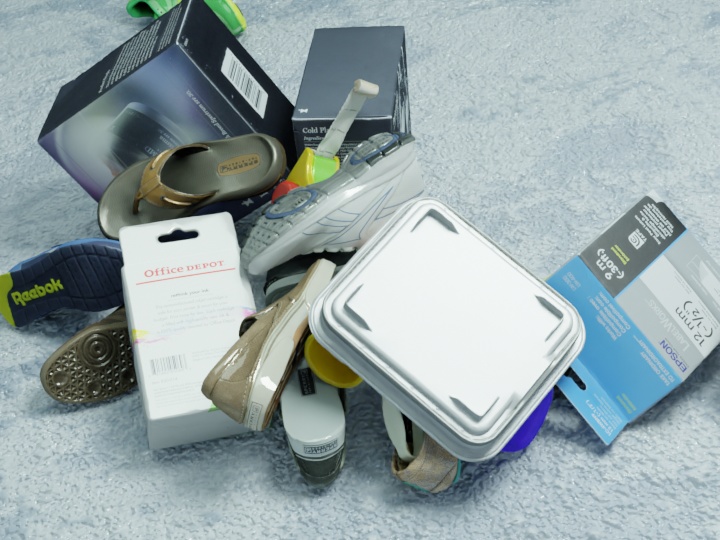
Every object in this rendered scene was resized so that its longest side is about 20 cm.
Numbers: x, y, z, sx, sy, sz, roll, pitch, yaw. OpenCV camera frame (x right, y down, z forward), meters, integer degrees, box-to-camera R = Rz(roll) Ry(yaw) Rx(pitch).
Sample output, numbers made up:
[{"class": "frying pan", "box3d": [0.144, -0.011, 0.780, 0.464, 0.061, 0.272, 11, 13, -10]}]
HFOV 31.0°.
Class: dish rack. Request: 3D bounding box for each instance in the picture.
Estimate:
[{"class": "dish rack", "box3d": [0.075, 0.038, 1.075, 0.200, 0.044, 0.172, 40, 69, 10]}]

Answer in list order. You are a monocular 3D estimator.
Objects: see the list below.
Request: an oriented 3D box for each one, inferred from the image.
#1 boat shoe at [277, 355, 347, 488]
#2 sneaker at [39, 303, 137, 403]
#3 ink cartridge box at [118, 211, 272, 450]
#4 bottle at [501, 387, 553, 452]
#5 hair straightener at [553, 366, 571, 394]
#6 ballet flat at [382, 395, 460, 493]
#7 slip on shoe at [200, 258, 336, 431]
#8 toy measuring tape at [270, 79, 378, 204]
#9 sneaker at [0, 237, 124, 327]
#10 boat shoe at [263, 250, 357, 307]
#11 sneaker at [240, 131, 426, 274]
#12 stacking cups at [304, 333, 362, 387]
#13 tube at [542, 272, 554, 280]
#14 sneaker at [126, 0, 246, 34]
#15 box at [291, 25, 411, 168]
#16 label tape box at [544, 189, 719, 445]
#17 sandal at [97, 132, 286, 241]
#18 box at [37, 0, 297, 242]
[{"class": "boat shoe", "box3d": [-0.047, 0.110, 1.171, 0.070, 0.064, 0.201, -5, 36, -1]}, {"class": "sneaker", "box3d": [-0.225, 0.067, 1.275, 0.199, 0.071, 0.075, -28, 16, -22]}, {"class": "ink cartridge box", "box3d": [-0.154, 0.052, 1.197, 0.116, 0.067, 0.201, -8, 61, -12]}, {"class": "bottle", "box3d": [0.087, 0.082, 1.172, 0.065, 0.084, 0.200, 9, 20, -38]}, {"class": "hair straightener", "box3d": [0.218, 0.047, 1.219, 0.041, 0.077, 0.200, -18, 27, 54]}, {"class": "ballet flat", "box3d": [0.049, 0.086, 1.107, 0.067, 0.068, 0.202, 8, 68, -29]}, {"class": "slip on shoe", "box3d": [-0.075, 0.054, 1.132, 0.060, 0.076, 0.201, 21, 46, 6]}, {"class": "toy measuring tape", "box3d": [-0.032, -0.087, 1.255, 0.073, 0.201, 0.074, 25, 32, -17]}, {"class": "sneaker", "box3d": [-0.285, 0.001, 1.314, 0.199, 0.075, 0.082, -9, 16, 34]}, {"class": "boat shoe", "box3d": [0.000, 0.000, 1.302, 0.198, 0.076, 0.061, -6, 42, 0]}, {"class": "sneaker", "box3d": [-0.019, -0.047, 1.206, 0.199, 0.088, 0.074, -32, 24, -10]}, {"class": "stacking cups", "box3d": [0.016, 0.024, 1.182, 0.060, 0.061, 0.200, 10, 37, 21]}, {"class": "tube", "box3d": [0.202, 0.027, 1.260, 0.199, 0.058, 0.052, -25, 5, -27]}, {"class": "sneaker", "box3d": [-0.246, -0.360, 1.838, 0.199, 0.074, 0.084, 20, 69, 27]}, {"class": "box", "box3d": [-0.003, -0.135, 1.390, 0.103, 0.183, 0.201, -1, 37, 7]}, {"class": "label tape box", "box3d": [0.240, 0.037, 1.153, 0.144, 0.066, 0.200, 50, 50, 4]}, {"class": "sandal", "box3d": [-0.170, -0.086, 1.268, 0.198, 0.055, 0.082, -15, 77, 11]}, {"class": "box", "box3d": [-0.191, -0.142, 1.362, 0.197, 0.200, 0.124, -29, 30, 24]}]
